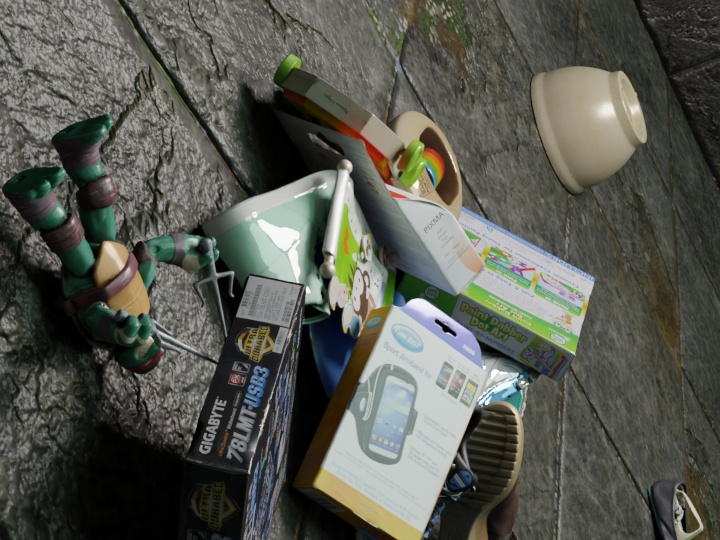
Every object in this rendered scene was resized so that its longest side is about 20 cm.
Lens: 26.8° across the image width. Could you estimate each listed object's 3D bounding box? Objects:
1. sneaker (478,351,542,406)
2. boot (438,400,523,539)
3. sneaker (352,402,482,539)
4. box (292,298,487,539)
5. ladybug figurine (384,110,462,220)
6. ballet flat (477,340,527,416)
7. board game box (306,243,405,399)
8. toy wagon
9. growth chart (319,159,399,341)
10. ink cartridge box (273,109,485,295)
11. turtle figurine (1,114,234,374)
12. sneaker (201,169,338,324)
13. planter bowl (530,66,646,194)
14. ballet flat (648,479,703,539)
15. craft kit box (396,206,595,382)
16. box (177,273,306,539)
[{"bbox_3d":[0.122,0.107,1.590,0.200,0.075,0.087,-30,88,-48],"label":"sneaker"},{"bbox_3d":[0.124,0.218,1.480,0.166,0.072,0.202,2,107,-71],"label":"boot"},{"bbox_3d":[0.057,0.192,1.356,0.078,0.089,0.201,48,52,-48],"label":"sneaker"},{"bbox_3d":[0.032,0.126,1.306,0.119,0.041,0.201,36,63,-23],"label":"box"},{"bbox_3d":[0.053,-0.098,1.621,0.137,0.072,0.200,66,20,-8],"label":"ladybug figurine"},{"bbox_3d":[0.149,0.105,1.708,0.064,0.075,0.202,101,-10,-63],"label":"ballet flat"},{"bbox_3d":[-0.010,0.070,1.404,0.200,0.039,0.159,40,45,-48],"label":"board game box"},{"bbox_3d":[-0.008,-0.134,1.455,0.155,0.040,0.200,36,-4,9],"label":"toy wagon"},{"bbox_3d":[0.000,0.000,1.351,0.200,0.018,0.146,62,28,-56],"label":"growth chart"},{"bbox_3d":[0.017,-0.078,1.443,0.162,0.050,0.201,26,-27,53],"label":"ink cartridge box"},{"bbox_3d":[-0.162,0.005,1.024,0.150,0.100,0.201,-80,149,-59],"label":"turtle figurine"},{"bbox_3d":[-0.054,-0.015,1.315,0.200,0.073,0.119,-29,94,-58],"label":"sneaker"},{"bbox_3d":[0.368,-0.236,2.374,0.200,0.134,0.201,49,31,-43],"label":"planter bowl"},{"bbox_3d":[0.471,0.398,2.210,0.073,0.073,0.201,38,40,-52],"label":"ballet flat"},{"bbox_3d":[0.154,0.017,1.661,0.199,0.049,0.198,28,25,3],"label":"craft kit box"},{"bbox_3d":[-0.084,0.140,1.039,0.199,0.049,0.201,-73,173,-53],"label":"box"}]
